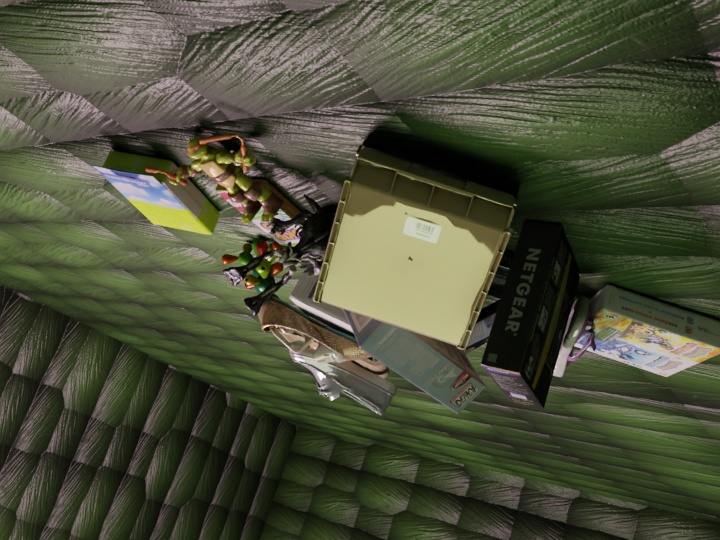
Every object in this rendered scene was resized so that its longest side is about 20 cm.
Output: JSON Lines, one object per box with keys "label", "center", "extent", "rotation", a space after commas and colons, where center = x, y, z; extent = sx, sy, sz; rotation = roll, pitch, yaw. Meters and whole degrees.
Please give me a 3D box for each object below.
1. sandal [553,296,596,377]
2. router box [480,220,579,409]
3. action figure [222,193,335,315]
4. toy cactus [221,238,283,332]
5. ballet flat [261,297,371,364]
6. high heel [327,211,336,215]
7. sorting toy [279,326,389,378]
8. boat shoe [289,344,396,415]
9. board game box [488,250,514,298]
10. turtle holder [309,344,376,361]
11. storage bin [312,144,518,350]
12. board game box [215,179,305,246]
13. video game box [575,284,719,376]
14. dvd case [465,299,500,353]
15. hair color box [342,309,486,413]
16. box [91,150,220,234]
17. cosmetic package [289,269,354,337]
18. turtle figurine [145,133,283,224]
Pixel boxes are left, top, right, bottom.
{"label": "sandal", "center": [0.313, 0.097, 1.119], "extent": [0.050, 0.083, 0.203], "rotation": [16, 158, 11]}
{"label": "router box", "center": [0.225, 0.061, 1.016], "extent": [0.052, 0.200, 0.157], "rotation": [10, 159, 28]}
{"label": "action figure", "center": [-0.093, -0.030, 1.104], "extent": [0.119, 0.200, 0.102], "rotation": [56, 174, -15]}
{"label": "toy cactus", "center": [-0.176, 0.026, 1.376], "extent": [0.102, 0.166, 0.200], "rotation": [-9, 178, -20]}
{"label": "ballet flat", "center": [-0.074, 0.112, 1.256], "extent": [0.200, 0.065, 0.071], "rotation": [24, 167, 20]}
{"label": "high heel", "center": [0.000, 0.000, 1.170], "extent": [0.142, 0.071, 0.200], "rotation": [-11, 108, 49]}
{"label": "sorting toy", "center": [-0.044, 0.134, 1.378], "extent": [0.200, 0.037, 0.185], "rotation": [21, 169, 9]}
{"label": "boat shoe", "center": [-0.037, 0.190, 1.346], "extent": [0.200, 0.072, 0.070], "rotation": [25, 168, -7]}
{"label": "board game box", "center": [0.150, -0.010, 1.159], "extent": [0.199, 0.028, 0.135], "rotation": [17, 162, 3]}
{"label": "turtle holder", "center": [-0.018, 0.119, 1.517], "extent": [0.185, 0.141, 0.132], "rotation": [12, 160, 26]}
{"label": "storage bin", "center": [0.065, -0.032, 0.946], "extent": [0.199, 0.094, 0.199], "rotation": [18, 118, 3]}
{"label": "board game box", "center": [-0.131, -0.083, 1.234], "extent": [0.095, 0.030, 0.200], "rotation": [5, 160, 35]}
{"label": "video game box", "center": [0.419, 0.095, 1.175], "extent": [0.182, 0.047, 0.200], "rotation": [16, 162, 3]}
{"label": "dvd case", "center": [0.155, 0.106, 1.210], "extent": [0.200, 0.018, 0.143], "rotation": [-28, 157, 1]}
{"label": "hair color box", "center": [0.074, 0.106, 1.073], "extent": [0.200, 0.061, 0.099], "rotation": [36, -166, -30]}
{"label": "box", "center": [-0.324, -0.127, 1.259], "extent": [0.122, 0.048, 0.200], "rotation": [11, 160, 20]}
{"label": "cosmetic package", "center": [0.020, 0.060, 1.280], "extent": [0.200, 0.123, 0.199], "rotation": [26, 168, 18]}
{"label": "turtle figurine", "center": [-0.191, -0.132, 1.081], "extent": [0.200, 0.065, 0.161], "rotation": [-12, 137, 38]}
